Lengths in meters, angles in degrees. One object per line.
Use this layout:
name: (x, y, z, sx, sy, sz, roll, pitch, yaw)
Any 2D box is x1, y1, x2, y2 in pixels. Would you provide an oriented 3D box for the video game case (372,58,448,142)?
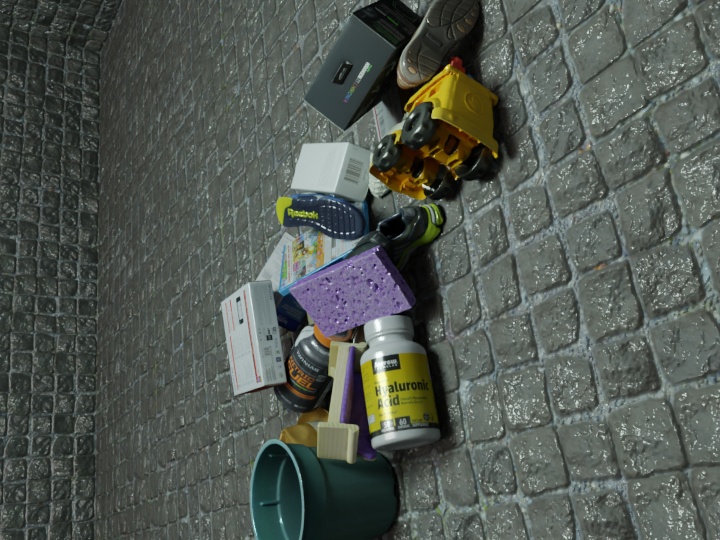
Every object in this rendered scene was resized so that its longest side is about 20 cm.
video game case: (0.086, -0.338, 1.233, 0.200, 0.017, 0.144, -36, 55, 48)

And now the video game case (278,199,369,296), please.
video game case: (-0.070, -0.045, 1.295, 0.200, 0.018, 0.143, -29, 36, 21)

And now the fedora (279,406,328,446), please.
fedora: (-0.109, 0.365, 1.332, 0.200, 0.082, 0.202, -16, 70, 53)

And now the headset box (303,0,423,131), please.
headset box: (0.010, -0.351, 1.151, 0.174, 0.093, 0.200, -52, 0, 38)

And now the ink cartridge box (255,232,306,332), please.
ink cartridge box: (-0.156, 0.036, 1.415, 0.200, 0.076, 0.136, -57, 35, -1)

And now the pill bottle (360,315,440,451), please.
pill bottle: (0.059, 0.180, 1.095, 0.111, 0.111, 0.201, -35, 56, 47)

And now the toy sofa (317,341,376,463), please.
toy sofa: (-0.014, 0.214, 1.133, 0.200, 0.097, 0.083, -83, -3, -53)

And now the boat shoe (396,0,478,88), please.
boat shoe: (0.116, -0.369, 1.089, 0.200, 0.076, 0.072, -51, 7, -20)

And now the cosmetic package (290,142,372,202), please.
cosmetic package: (-0.057, -0.196, 1.354, 0.200, 0.074, 0.102, 18, 92, 60)

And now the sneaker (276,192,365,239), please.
sneaker: (-0.063, -0.110, 1.270, 0.199, 0.082, 0.074, 17, 113, 34)

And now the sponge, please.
sponge: (-0.016, 0.039, 1.129, 0.200, 0.030, 0.112, -23, 109, 37)

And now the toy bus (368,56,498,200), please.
toy bus: (0.119, -0.233, 1.078, 0.200, 0.135, 0.193, -30, 43, 52)

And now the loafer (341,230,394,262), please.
loafer: (0.000, 0.000, 1.154, 0.068, 0.070, 0.201, 45, 149, 4)

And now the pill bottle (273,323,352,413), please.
pill bottle: (-0.086, 0.174, 1.306, 0.200, 0.106, 0.106, -60, 40, 34)

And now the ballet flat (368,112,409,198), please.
ballet flat: (0.055, -0.212, 1.214, 0.200, 0.072, 0.072, -50, 46, 40)

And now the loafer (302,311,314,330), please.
loafer: (-0.081, 0.089, 1.355, 0.200, 0.068, 0.076, -62, 39, 28)

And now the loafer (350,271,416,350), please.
loafer: (0.023, 0.080, 1.200, 0.200, 0.071, 0.073, -63, 39, 27)

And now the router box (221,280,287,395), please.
router box: (-0.216, 0.137, 1.355, 0.179, 0.049, 0.201, -27, 70, 58)

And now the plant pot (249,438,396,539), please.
plant pot: (-0.058, 0.384, 1.150, 0.200, 0.195, 0.201, -14, 73, 55)

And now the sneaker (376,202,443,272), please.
sneaker: (0.053, -0.052, 1.172, 0.200, 0.081, 0.074, -48, 47, 41)
